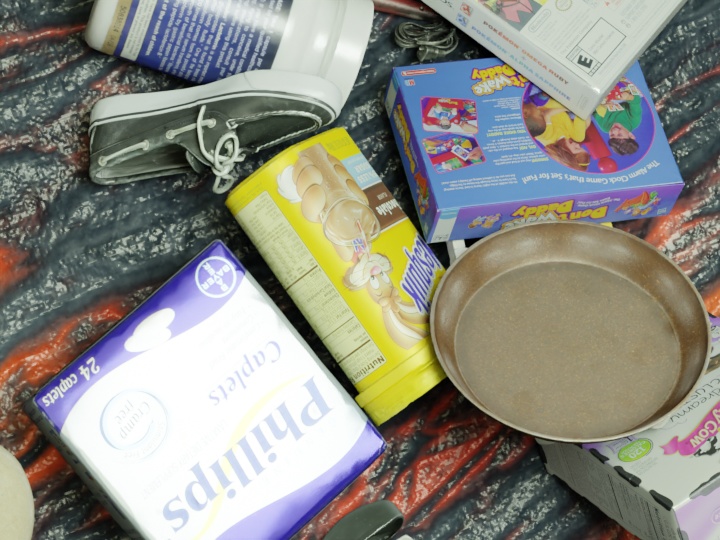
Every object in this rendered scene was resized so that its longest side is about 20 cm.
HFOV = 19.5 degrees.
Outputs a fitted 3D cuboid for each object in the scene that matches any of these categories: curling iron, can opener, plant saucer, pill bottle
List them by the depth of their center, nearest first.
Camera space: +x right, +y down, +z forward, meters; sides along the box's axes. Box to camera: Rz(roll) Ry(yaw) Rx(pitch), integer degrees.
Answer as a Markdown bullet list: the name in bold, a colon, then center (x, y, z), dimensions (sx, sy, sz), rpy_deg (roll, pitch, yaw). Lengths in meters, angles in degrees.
- **plant saucer**: center (0.148, 0.049, 1.490), dimensions (0.199, 0.035, 0.201), rpy_deg (0, 49, 0)
- **can opener**: center (-0.042, 0.250, 1.565), dimensions (0.199, 0.053, 0.066), rpy_deg (-33, 56, -17)
- **pill bottle**: center (-0.098, -0.191, 1.576), dimensions (0.199, 0.116, 0.116), rpy_deg (19, 78, -10)
- **curling iron**: center (-0.015, -0.213, 1.640), dimensions (0.199, 0.026, 0.050), rpy_deg (21, 43, -5)

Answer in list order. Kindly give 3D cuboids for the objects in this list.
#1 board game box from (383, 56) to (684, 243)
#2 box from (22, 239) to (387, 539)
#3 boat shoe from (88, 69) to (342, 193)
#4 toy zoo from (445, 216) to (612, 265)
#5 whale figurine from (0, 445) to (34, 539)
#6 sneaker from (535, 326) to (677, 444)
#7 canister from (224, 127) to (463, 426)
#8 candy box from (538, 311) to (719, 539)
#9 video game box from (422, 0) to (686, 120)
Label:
- **board game box**: center (0.131, -0.099, 1.603), dimensions (0.199, 0.045, 0.135), rpy_deg (-6, 59, -15)
- **box**: center (-0.113, 0.114, 1.533), dimensions (0.184, 0.105, 0.200), rpy_deg (-41, 93, -15)
- **boat shoe**: center (-0.109, -0.098, 1.545), dimensions (0.198, 0.074, 0.068), rpy_deg (-4, 64, 12)
- **toy zoo**: center (0.120, -0.066, 1.620), dimensions (0.130, 0.020, 0.201), rpy_deg (-4, 60, -14)
- **whale figurine**: center (-0.317, 0.143, 1.441), dimensions (0.200, 0.104, 0.159), rpy_deg (53, 53, -16)
- **sneaker**: center (0.202, 0.051, 1.582), dimensions (0.201, 0.115, 0.074), rpy_deg (-71, 146, -44)
- **canister**: center (0.000, 0.000, 1.558), dimensions (0.086, 0.148, 0.200), rpy_deg (-37, 88, 23)
- **candy box**: center (0.250, 0.122, 1.567), dimensions (0.167, 0.200, 0.072), rpy_deg (-30, 119, -16)
- **video game box**: center (0.159, -0.238, 1.638), dimensions (0.182, 0.047, 0.200), rpy_deg (39, 58, 6)
